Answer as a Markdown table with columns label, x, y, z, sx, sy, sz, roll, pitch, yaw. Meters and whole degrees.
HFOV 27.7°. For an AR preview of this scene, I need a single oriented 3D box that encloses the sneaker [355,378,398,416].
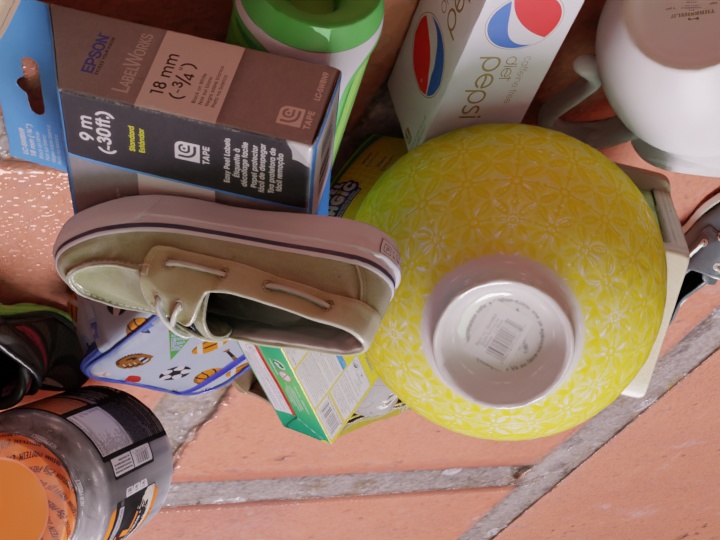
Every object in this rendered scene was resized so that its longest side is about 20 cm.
| label | x | y | z | sx | sy | sz | roll | pitch | yaw |
| --- | --- | --- | --- | --- | --- | --- | --- | --- | --- |
| sneaker | 0.017 | 0.067 | 1.076 | 0.076 | 0.092 | 0.200 | -41 | -159 | -24 |

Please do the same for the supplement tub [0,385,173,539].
| label | x | y | z | sx | sy | sz | roll | pitch | yaw |
| --- | --- | --- | --- | --- | --- | --- | --- | --- | --- |
| supplement tub | -0.218 | 0.152 | 1.040 | 0.122 | 0.123 | 0.200 | -23 | 178 | 11 |

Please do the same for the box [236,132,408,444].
| label | x | y | z | sx | sy | sz | roll | pitch | yaw |
| --- | --- | --- | --- | --- | --- | --- | --- | --- | --- |
| box | 0.000 | 0.000 | 0.964 | 0.200 | 0.048 | 0.117 | -51 | 139 | -28 |

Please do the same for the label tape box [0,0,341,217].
| label | x | y | z | sx | sy | sz | roll | pitch | yaw |
| --- | --- | --- | --- | --- | --- | --- | --- | --- | --- |
| label tape box | -0.117 | -0.063 | 0.797 | 0.199 | 0.063 | 0.144 | 13 | 144 | 5 |

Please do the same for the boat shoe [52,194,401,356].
| label | x | y | z | sx | sy | sz | roll | pitch | yaw |
| --- | --- | --- | --- | --- | --- | --- | --- | --- | --- |
| boat shoe | -0.078 | 0.005 | 0.763 | 0.199 | 0.062 | 0.072 | 1 | 143 | 22 |

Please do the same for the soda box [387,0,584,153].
| label | x | y | z | sx | sy | sz | roll | pitch | yaw |
| --- | --- | --- | --- | --- | --- | --- | --- | --- | --- |
| soda box | 0.077 | -0.148 | 0.847 | 0.063 | 0.068 | 0.200 | -4 | 147 | -20 |

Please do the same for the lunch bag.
| label | x | y | z | sx | sy | sz | roll | pitch | yaw |
| --- | --- | --- | --- | --- | --- | --- | --- | --- | --- |
| lunch bag | -0.095 | 0.016 | 1.032 | 0.200 | 0.076 | 0.160 | -32 | 149 | 26 |

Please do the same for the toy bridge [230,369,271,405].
| label | x | y | z | sx | sy | sz | roll | pitch | yaw |
| --- | --- | --- | --- | --- | --- | --- | --- | --- | --- |
| toy bridge | -0.045 | 0.089 | 1.091 | 0.027 | 0.067 | 0.200 | -49 | -161 | -19 |

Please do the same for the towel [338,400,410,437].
| label | x | y | z | sx | sy | sz | roll | pitch | yaw |
| --- | --- | --- | --- | --- | --- | --- | --- | --- | --- |
| towel | 0.065 | 0.112 | 1.282 | 0.199 | 0.023 | 0.144 | -13 | 170 | -7 |

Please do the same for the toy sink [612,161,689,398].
| label | x | y | z | sx | sy | sz | roll | pitch | yaw |
| --- | --- | --- | --- | --- | --- | --- | --- | --- | --- |
| toy sink | 0.140 | -0.016 | 0.999 | 0.130 | 0.200 | 0.112 | 14 | 111 | 2 |

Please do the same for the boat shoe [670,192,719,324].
| label | x | y | z | sx | sy | sz | roll | pitch | yaw |
| --- | --- | --- | --- | --- | --- | --- | --- | --- | --- |
| boat shoe | 0.290 | -0.010 | 1.199 | 0.073 | 0.062 | 0.200 | 15 | 137 | -44 |

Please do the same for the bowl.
| label | x | y | z | sx | sy | sz | roll | pitch | yaw |
| --- | --- | --- | --- | --- | --- | --- | --- | --- | --- |
| bowl | 0.083 | 0.023 | 0.855 | 0.199 | 0.108 | 0.201 | 2 | 111 | 6 |

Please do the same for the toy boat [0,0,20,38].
| label | x | y | z | sx | sy | sz | roll | pitch | yaw |
| --- | --- | --- | --- | --- | --- | --- | --- | --- | --- |
| toy boat | -0.224 | -0.145 | 0.672 | 0.131 | 0.131 | 0.200 | 30 | 133 | -13 |

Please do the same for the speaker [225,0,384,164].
| label | x | y | z | sx | sy | sz | roll | pitch | yaw |
| --- | --- | --- | --- | --- | --- | --- | --- | --- | --- |
| speaker | -0.044 | -0.101 | 0.846 | 0.088 | 0.089 | 0.200 | -6 | 149 | -19 |

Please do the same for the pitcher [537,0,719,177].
| label | x | y | z | sx | sy | sz | roll | pitch | yaw |
| --- | --- | --- | --- | --- | --- | --- | --- | --- | --- |
| pitcher | 0.189 | -0.121 | 0.922 | 0.171 | 0.122 | 0.200 | -7 | 164 | 13 |

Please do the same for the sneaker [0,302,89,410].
| label | x | y | z | sx | sy | sz | roll | pitch | yaw |
| --- | --- | --- | --- | --- | --- | --- | --- | --- | --- |
| sneaker | -0.250 | 0.063 | 1.005 | 0.077 | 0.084 | 0.200 | -27 | 159 | 14 |
